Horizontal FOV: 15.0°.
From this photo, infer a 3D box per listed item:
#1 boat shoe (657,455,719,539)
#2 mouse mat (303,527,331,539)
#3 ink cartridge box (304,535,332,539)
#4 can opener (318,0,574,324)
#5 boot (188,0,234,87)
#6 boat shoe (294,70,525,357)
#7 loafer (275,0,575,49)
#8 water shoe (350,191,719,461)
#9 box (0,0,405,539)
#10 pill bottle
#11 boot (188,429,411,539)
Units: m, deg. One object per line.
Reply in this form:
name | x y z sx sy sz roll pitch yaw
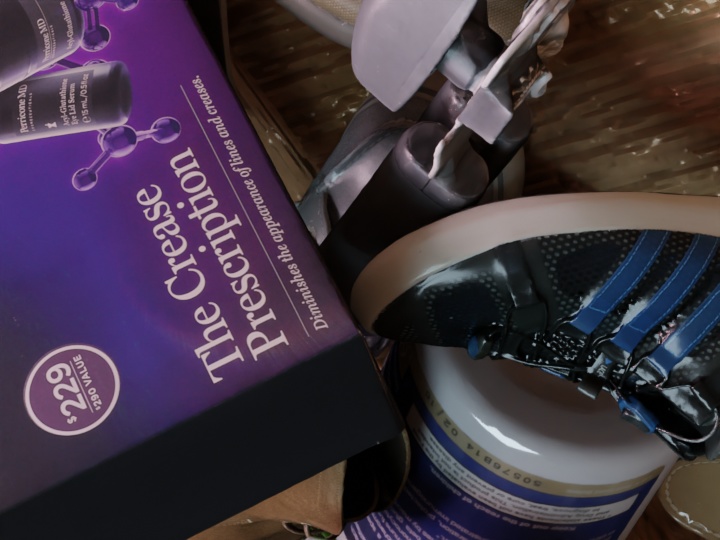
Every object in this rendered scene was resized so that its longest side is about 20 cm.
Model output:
boat shoe | 0.187 0.098 0.973 0.199 0.065 0.071 12 135 33
mouse mat | 0.048 0.151 1.204 0.200 0.008 0.161 45 144 -5
ink cartridge box | -0.002 0.197 0.992 0.084 0.147 0.200 9 159 -3
can opener | 0.018 -0.050 0.883 0.067 0.053 0.200 40 150 1
boot | -0.111 -0.031 1.046 0.144 0.072 0.201 -5 88 46
boat shoe | -0.001 0.000 1.032 0.070 0.072 0.201 38 143 3
loafer | -0.018 -0.136 0.901 0.200 0.075 0.070 29 146 14
water shoe | 0.098 0.020 0.878 0.199 0.079 0.072 -3 160 -7
box | -0.094 -0.010 0.892 0.200 0.141 0.079 61 179 30
pill bottle | 0.051 0.074 1.030 0.111 0.111 0.200 34 144 8
boot | -0.027 0.077 0.993 0.075 0.074 0.200 45 158 17
